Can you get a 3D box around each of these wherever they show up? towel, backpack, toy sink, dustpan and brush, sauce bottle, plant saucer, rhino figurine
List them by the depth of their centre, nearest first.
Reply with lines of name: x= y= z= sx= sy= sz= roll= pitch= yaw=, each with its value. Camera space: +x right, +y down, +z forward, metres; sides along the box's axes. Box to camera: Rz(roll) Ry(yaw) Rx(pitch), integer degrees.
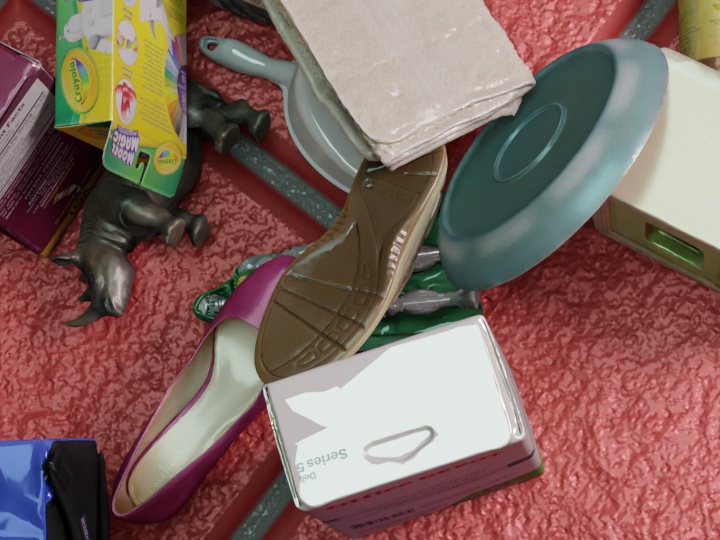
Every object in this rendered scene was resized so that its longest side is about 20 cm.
backpack: x=-0.239 y=0.209 z=1.302 sx=0.166 sy=0.162 sz=0.202 roll=-4 pitch=86 yaw=10
plant saucer: x=0.115 y=-0.075 z=1.323 sx=0.027 sy=0.200 sz=0.201 roll=38 pitch=85 yaw=-21
toy sink: x=0.258 y=-0.038 z=1.348 sx=0.199 sy=0.130 sz=0.113 roll=27 pitch=83 yaw=12
towel: x=0.014 y=-0.169 z=1.358 sx=0.132 sy=0.035 sz=0.201 roll=-25 pitch=76 yaw=-21
sauce bottle: x=0.248 y=-0.217 z=1.419 sx=0.065 sy=0.066 sz=0.202 roll=-3 pitch=80 yaw=8
rhino figurine: x=-0.150 y=-0.046 z=1.446 sx=0.087 sy=0.060 sz=0.201 roll=29 pitch=86 yaw=26
dustpan and brush: x=-0.025 y=-0.132 z=1.456 sx=0.199 sy=0.057 sz=0.140 roll=24 pitch=74 yaw=6

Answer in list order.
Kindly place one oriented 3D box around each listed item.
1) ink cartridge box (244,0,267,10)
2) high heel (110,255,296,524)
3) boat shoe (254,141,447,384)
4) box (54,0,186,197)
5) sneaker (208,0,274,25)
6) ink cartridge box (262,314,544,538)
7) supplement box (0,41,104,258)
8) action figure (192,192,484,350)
ink cartridge box: x=0.008 y=-0.254 z=1.431 sx=0.145 sy=0.048 sz=0.201 roll=20 pitch=70 yaw=-8
high heel: x=-0.101 y=0.079 z=1.367 sx=0.067 sy=0.096 sz=0.200 roll=38 pitch=104 yaw=10
boat shoe: x=0.000 y=0.000 z=1.356 sx=0.072 sy=0.065 sz=0.201 roll=24 pitch=75 yaw=19
box: x=-0.157 y=-0.155 z=1.378 sx=0.048 sy=0.117 sz=0.202 roll=-6 pitch=78 yaw=20
sneaker: x=-0.095 y=-0.230 z=1.469 sx=0.199 sy=0.075 sz=0.083 roll=15 pitch=82 yaw=12
ink cartridge box: x=0.033 y=0.103 z=1.315 sx=0.145 sy=0.200 sz=0.085 roll=-19 pitch=76 yaw=4
supplement box: x=-0.264 y=-0.099 z=1.403 sx=0.130 sy=0.200 sz=0.104 roll=31 pitch=84 yaw=14
action figure: x=-0.019 y=0.015 z=1.419 sx=0.198 sy=0.055 sz=0.119 roll=-9 pitch=76 yaw=9
